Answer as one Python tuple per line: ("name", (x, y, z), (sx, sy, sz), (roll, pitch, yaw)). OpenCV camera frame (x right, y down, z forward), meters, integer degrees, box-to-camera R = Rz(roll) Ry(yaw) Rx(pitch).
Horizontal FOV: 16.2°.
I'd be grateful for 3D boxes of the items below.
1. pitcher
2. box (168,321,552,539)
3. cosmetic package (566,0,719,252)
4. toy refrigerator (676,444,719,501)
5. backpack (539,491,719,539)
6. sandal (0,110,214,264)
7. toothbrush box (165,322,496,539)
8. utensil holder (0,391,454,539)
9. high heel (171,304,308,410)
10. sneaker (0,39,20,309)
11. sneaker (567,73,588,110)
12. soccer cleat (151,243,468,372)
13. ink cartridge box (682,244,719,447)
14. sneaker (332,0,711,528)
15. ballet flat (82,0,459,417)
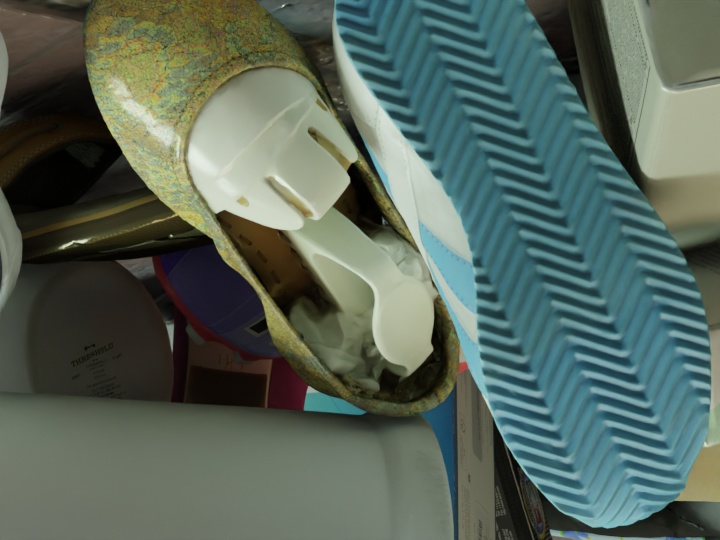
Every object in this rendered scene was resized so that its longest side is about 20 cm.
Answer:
("pitcher", (-0.160, 0.041, 1.040), (0.200, 0.121, 0.172), (-11, -168, 39))
("box", (-0.001, 0.101, 1.202), (0.160, 0.200, 0.044), (-18, 177, 14))
("cosmetic package", (0.111, -0.079, 0.796), (0.073, 0.104, 0.200), (-12, 167, 1))
("toy refrigerator", (0.157, 0.046, 0.981), (0.200, 0.070, 0.076), (-3, -149, 45))
("backpack", (0.134, 0.070, 1.326), (0.200, 0.163, 0.154), (-16, -178, 38))
("sandal", (-0.119, -0.029, 0.900), (0.200, 0.054, 0.080), (-3, 180, 27))
("toothbrush box", (-0.044, 0.100, 1.125), (0.200, 0.147, 0.085), (-6, 160, 13))
("utensil holder", (-0.082, 0.123, 0.873), (0.200, 0.170, 0.170), (6, 163, -10))
("high heel", (-0.048, 0.058, 1.049), (0.067, 0.096, 0.200), (7, -155, -3))
("sneaker", (-0.151, -0.013, 0.785), (0.073, 0.071, 0.200), (23, 152, 6))
("sneaker", (0.099, -0.036, 1.023), (0.200, 0.071, 0.073), (-4, 164, -33))
("soccer cleat", (0.000, 0.000, 0.991), (0.076, 0.067, 0.200), (-35, 151, 28))
("ink cartridge box", (0.156, -0.004, 0.938), (0.200, 0.050, 0.161), (-13, -158, -27))
("sneaker", (0.053, -0.015, 0.811), (0.076, 0.200, 0.081), (-23, -178, -1))
("ballet flat", (-0.019, -0.021, 0.821), (0.071, 0.071, 0.200), (-17, 134, 16))
